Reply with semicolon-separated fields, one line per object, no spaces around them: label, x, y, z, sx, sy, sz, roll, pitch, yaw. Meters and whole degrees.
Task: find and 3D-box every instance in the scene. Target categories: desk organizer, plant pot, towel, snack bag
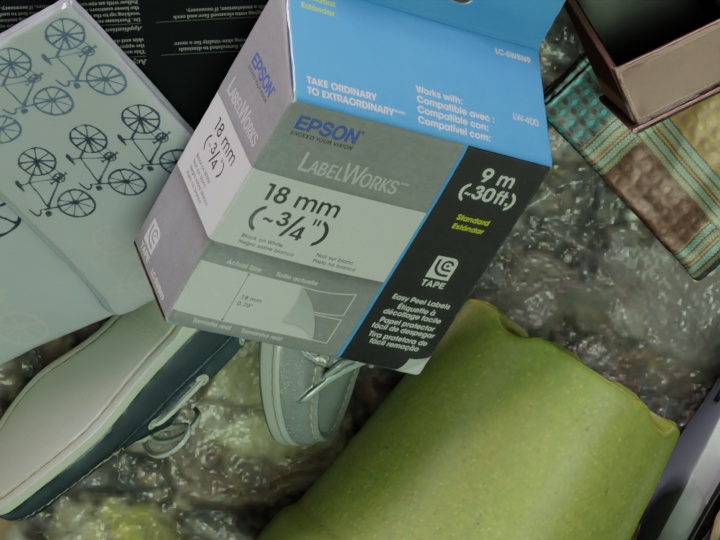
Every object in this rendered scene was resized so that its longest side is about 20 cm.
desk organizer;0.203;-0.153;1.257;0.200;0.072;0.077;-26;109;0
plant pot;0.063;0.124;1.295;0.200;0.200;0.184;34;88;-20
towel;0.208;-0.107;1.321;0.200;0.022;0.147;-43;110;5
snack bag;-0.165;-0.032;1.205;0.200;0.021;0.189;-22;134;21

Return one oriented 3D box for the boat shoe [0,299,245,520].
boat shoe;-0.114;0.056;1.284;0.200;0.075;0.062;-50;132;-7

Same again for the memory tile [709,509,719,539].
memory tile;0.169;0.191;1.332;0.017;0.200;0.153;36;73;21

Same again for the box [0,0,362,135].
box;-0.097;-0.130;1.180;0.200;0.079;0.141;-3;130;2

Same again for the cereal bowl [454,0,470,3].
cereal bowl;0.046;-0.220;1.217;0.200;0.083;0.200;-3;110;-9

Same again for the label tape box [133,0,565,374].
label tape box;0.005;-0.055;1.155;0.144;0.063;0.200;13;124;-30

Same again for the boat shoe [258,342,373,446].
boat shoe;0.001;-0.001;1.280;0.065;0.074;0.202;21;100;21

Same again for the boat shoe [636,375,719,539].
boat shoe;0.218;0.089;1.363;0.068;0.074;0.200;29;92;-4
